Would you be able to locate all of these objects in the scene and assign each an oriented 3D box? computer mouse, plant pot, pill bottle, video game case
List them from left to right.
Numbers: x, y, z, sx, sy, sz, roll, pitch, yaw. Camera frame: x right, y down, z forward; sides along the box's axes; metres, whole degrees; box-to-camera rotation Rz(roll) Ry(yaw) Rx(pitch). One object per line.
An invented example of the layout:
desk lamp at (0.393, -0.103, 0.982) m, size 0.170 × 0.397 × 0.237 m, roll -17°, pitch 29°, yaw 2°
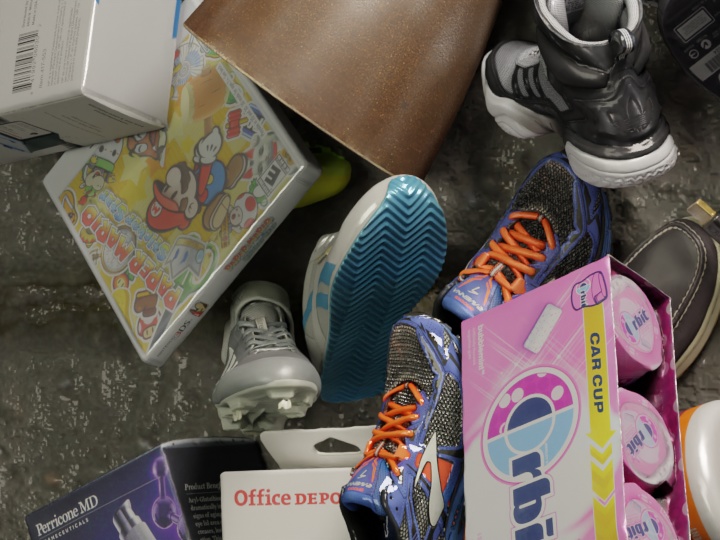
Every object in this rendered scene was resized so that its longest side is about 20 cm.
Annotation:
video game case at (-0.127, -0.065, 1.725) m, size 0.182 × 0.023 × 0.200 m, roll -50°, pitch 48°, yaw 18°
plant pot at (0.017, -0.187, 1.619) m, size 0.187 × 0.187 × 0.200 m, roll 37°, pitch 96°, yaw 32°
pill bottle at (0.156, 0.158, 1.525) m, size 0.199 × 0.109 × 0.110 m, roll -24°, pitch 74°, yaw 34°
computer mouse at (0.233, -0.089, 1.474) m, size 0.200 × 0.046 × 0.140 m, roll 41°, pitch 117°, yaw -11°

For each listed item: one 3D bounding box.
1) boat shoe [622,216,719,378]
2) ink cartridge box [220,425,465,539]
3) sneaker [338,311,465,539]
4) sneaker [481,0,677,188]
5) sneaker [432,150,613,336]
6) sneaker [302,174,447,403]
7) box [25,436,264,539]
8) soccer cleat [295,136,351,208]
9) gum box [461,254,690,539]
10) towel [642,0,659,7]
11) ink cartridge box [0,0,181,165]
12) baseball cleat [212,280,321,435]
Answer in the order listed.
boat shoe at (0.153, 0.051, 1.559) m, size 0.072 × 0.065 × 0.200 m, roll 50°, pitch 116°, yaw 29°
ink cartridge box at (-0.003, 0.202, 1.635) m, size 0.128 × 0.125 × 0.201 m, roll -4°, pitch 85°, yaw 37°
sneaker at (0.028, 0.124, 1.522) m, size 0.075 × 0.078 × 0.201 m, roll -6°, pitch 80°, yaw 55°
sneaker at (0.128, -0.133, 1.531) m, size 0.200 × 0.075 × 0.114 m, roll -135°, pitch 31°, yaw -58°
sneaker at (0.093, 0.016, 1.588) m, size 0.075 × 0.078 × 0.201 m, roll 35°, pitch 109°, yaw 33°
sneaker at (0.000, 0.000, 1.631) m, size 0.200 × 0.076 × 0.081 m, roll 111°, pitch 148°, yaw -49°
box at (-0.127, 0.234, 1.742) m, size 0.148 × 0.104 × 0.201 m, roll -30°, pitch 71°, yaw 33°
soccer cleat at (-0.083, -0.052, 1.746) m, size 0.199 × 0.065 × 0.084 m, roll 1°, pitch 92°, yaw 41°
gum box at (0.122, 0.107, 1.453) m, size 0.113 × 0.066 × 0.201 m, roll -25°, pitch 50°, yaw 34°
towel at (0.194, -0.241, 1.527) m, size 0.199 × 0.085 × 0.167 m, roll 15°, pitch 98°, yaw 37°
ink cartridge box at (-0.225, -0.165, 1.782) m, size 0.199 × 0.086 × 0.147 m, roll -9°, pitch 68°, yaw 43°
baseball cleat at (-0.069, 0.054, 1.669) m, size 0.200 × 0.069 × 0.107 m, roll 138°, pitch 132°, yaw -75°
